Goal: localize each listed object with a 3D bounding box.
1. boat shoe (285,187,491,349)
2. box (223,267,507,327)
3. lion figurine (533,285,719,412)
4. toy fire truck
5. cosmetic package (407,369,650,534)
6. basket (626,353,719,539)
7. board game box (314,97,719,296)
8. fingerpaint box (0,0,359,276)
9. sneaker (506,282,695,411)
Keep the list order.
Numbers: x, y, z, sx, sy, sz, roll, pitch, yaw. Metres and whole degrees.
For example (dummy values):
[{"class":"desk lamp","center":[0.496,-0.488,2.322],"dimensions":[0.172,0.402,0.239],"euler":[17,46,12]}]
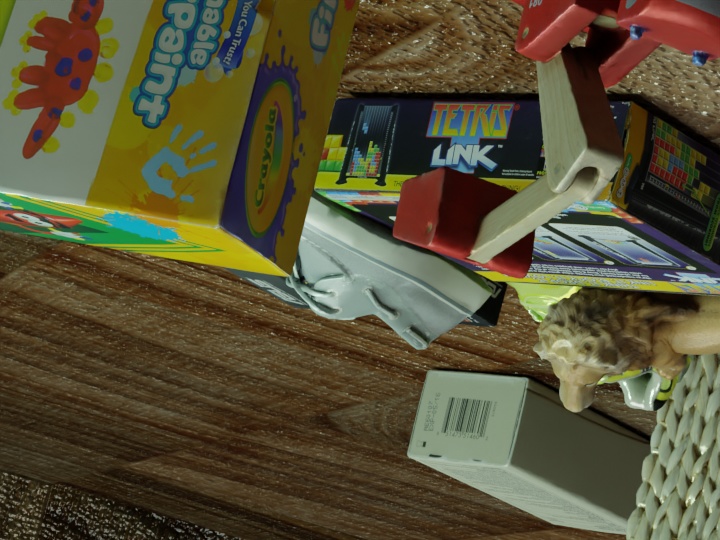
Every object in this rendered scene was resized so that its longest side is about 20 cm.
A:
[{"class":"boat shoe","center":[0.000,0.000,1.670],"dimensions":[0.070,0.072,0.201],"euler":[49,-169,35]},{"class":"box","center":[-0.026,-0.023,1.808],"dimensions":[0.161,0.049,0.200],"euler":[7,165,35]},{"class":"lion figurine","center":[0.200,0.029,1.664],"dimensions":[0.199,0.073,0.122],"euler":[-12,171,14]},{"class":"toy fire truck","center":[0.089,-0.075,1.207],"dimensions":[0.049,0.142,0.200],"euler":[19,168,-22]},{"class":"cosmetic package","center":[0.139,0.141,2.309],"dimensions":[0.103,0.073,0.200],"euler":[4,164,40]},{"class":"basket","center":[0.262,0.156,1.938],"dimensions":[0.160,0.199,0.200],"euler":[14,169,11]},{"class":"board game box","center":[0.104,-0.038,1.570],"dimensions":[0.199,0.057,0.165],"euler":[4,166,41]},{"class":"fingerpaint box","center":[-0.086,-0.112,1.105],"dimensions":[0.166,0.201,0.073],"euler":[8,168,23]},{"class":"sneaker","center":[0.139,0.025,1.767],"dimensions":[0.075,0.077,0.200],"euler":[5,164,45]}]
